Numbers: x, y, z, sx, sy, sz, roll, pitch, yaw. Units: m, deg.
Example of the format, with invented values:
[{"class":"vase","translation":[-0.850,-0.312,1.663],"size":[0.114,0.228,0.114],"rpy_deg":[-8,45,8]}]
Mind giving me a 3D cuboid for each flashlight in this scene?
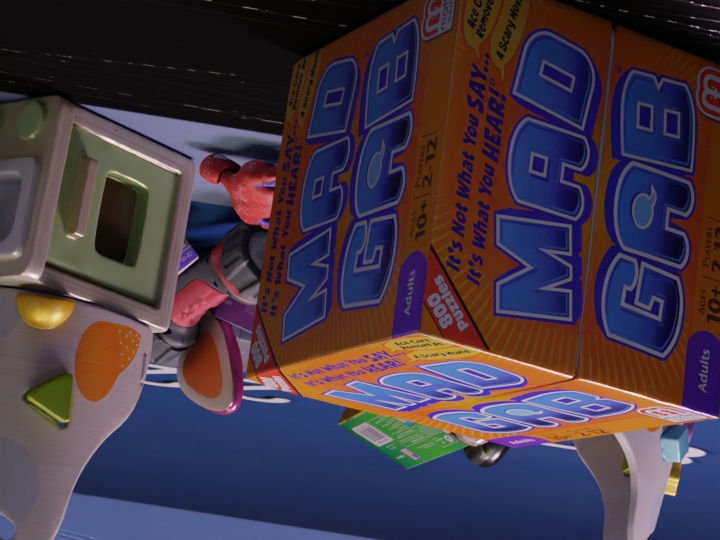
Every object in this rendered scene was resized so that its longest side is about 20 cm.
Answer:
[{"class":"flashlight","translation":[-0.121,0.021,1.593],"size":[0.068,0.068,0.200],"rpy_deg":[45,138,-8]}]

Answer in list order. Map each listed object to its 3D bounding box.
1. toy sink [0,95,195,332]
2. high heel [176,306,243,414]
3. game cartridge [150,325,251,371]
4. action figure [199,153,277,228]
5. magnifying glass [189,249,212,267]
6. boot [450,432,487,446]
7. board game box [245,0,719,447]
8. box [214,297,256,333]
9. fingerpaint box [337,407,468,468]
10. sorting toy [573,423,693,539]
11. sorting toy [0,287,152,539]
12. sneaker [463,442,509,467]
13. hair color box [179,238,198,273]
[{"class":"toy sink","translation":[-0.224,-0.043,1.372],"size":[0.111,0.132,0.199],"rpy_deg":[-4,160,40]},{"class":"high heel","translation":[-0.118,0.071,1.710],"size":[0.095,0.068,0.200],"rpy_deg":[27,-167,-36]},{"class":"game cartridge","translation":[-0.159,0.068,1.955],"size":[0.128,0.039,0.200],"rpy_deg":[9,166,-16]},{"class":"action figure","translation":[-0.020,-0.045,1.389],"size":[0.198,0.052,0.066],"rpy_deg":[16,145,5]},{"class":"magnifying glass","translation":[-0.122,-0.004,1.679],"size":[0.198,0.023,0.080],"rpy_deg":[2,165,25]},{"class":"boot","translation":[0.126,0.021,1.288],"size":[0.070,0.202,0.146],"rpy_deg":[22,171,-16]},{"class":"board game box","translation":[0.077,-0.023,1.125],"size":[0.198,0.202,0.199],"rpy_deg":[16,163,-27]},{"class":"box","translation":[-0.014,0.059,1.691],"size":[0.136,0.039,0.199],"rpy_deg":[23,-177,33]},{"class":"fingerpaint box","translation":[0.075,0.050,1.458],"size":[0.073,0.168,0.200],"rpy_deg":[32,161,-7]},{"class":"sorting toy","translation":[0.260,0.192,1.861],"size":[0.106,0.182,0.200],"rpy_deg":[9,166,-1]},{"class":"sorting toy","translation":[-0.263,0.108,1.348],"size":[0.198,0.182,0.107],"rpy_deg":[4,165,13]},{"class":"sneaker","translation":[0.156,0.083,1.478],"size":[0.090,0.201,0.070],"rpy_deg":[38,148,-2]},{"class":"hair color box","translation":[-0.218,0.013,1.606],"size":[0.065,0.109,0.200],"rpy_deg":[53,156,-4]}]
